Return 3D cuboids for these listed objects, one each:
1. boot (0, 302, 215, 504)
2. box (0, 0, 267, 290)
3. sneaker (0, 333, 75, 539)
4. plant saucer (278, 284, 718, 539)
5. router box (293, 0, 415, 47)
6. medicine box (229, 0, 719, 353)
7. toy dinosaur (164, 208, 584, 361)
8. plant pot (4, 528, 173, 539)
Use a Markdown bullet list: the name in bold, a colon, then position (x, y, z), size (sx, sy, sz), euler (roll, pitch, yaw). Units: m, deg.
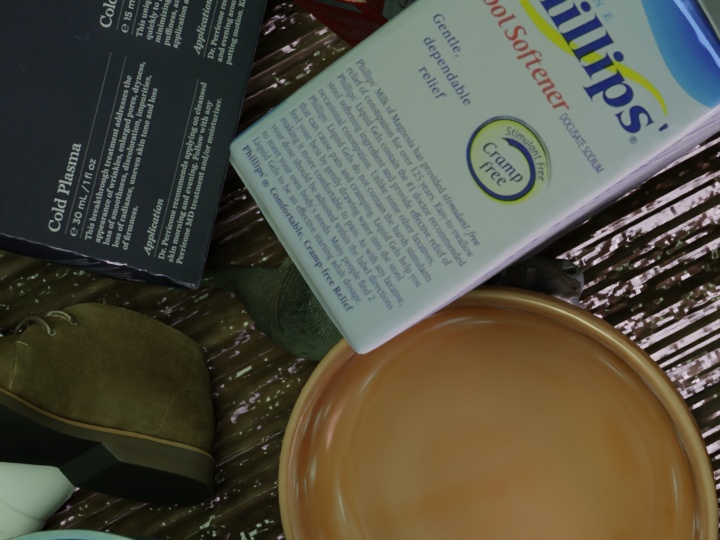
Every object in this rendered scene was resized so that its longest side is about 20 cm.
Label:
- **boot**: position (-0.153, 0.047, 1.324), size (0.073, 0.199, 0.076), euler (-21, 58, 50)
- **box**: position (-0.149, -0.110, 1.321), size (0.181, 0.104, 0.201), euler (16, 86, -29)
- **sneaker**: position (-0.210, 0.040, 1.360), size (0.200, 0.075, 0.089), euler (41, 89, -18)
- **plant saucer**: position (0.063, 0.100, 1.295), size (0.199, 0.037, 0.201), euler (5, 109, 16)
- **router box**: position (0.028, -0.202, 1.296), size (0.049, 0.179, 0.201), euler (14, 88, 15)
- **medicine box**: position (0.079, -0.075, 1.179), size (0.200, 0.182, 0.103), euler (-36, 86, 26)
- **toy dinosaur**: position (0.000, 0.000, 1.333), size (0.199, 0.077, 0.103), euler (-11, 74, 10)
- **plant pot**: position (-0.088, 0.208, 1.266), size (0.199, 0.188, 0.201), euler (0, 88, 18)
